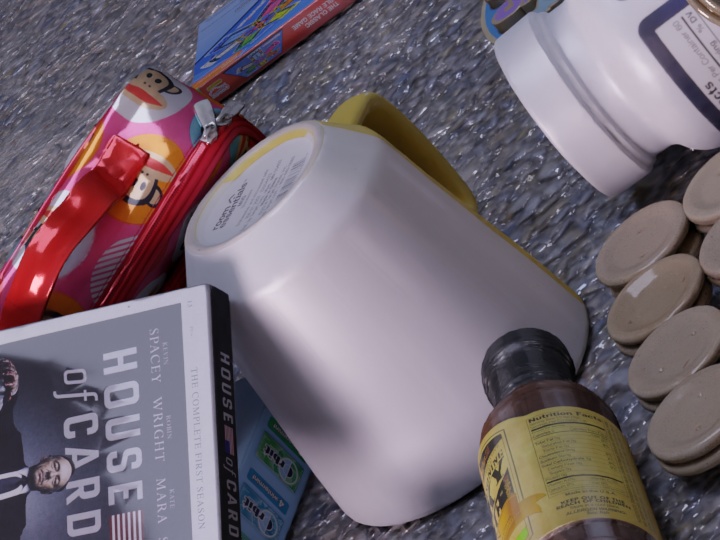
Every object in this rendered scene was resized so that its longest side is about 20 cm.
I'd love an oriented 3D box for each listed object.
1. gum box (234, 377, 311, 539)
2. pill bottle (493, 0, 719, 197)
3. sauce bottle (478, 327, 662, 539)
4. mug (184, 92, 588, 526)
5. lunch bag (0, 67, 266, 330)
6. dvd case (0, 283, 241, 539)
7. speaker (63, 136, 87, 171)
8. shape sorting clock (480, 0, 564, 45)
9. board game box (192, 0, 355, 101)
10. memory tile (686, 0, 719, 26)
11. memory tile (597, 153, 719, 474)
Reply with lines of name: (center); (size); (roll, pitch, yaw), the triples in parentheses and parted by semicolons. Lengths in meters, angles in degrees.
gum box: (-0.113, 0.151, 1.388); (0.170, 0.045, 0.200); (-24, 32, 37)
pill bottle: (0.168, -0.128, 1.322); (0.200, 0.116, 0.116); (-36, 25, 14)
sauce bottle: (0.082, 0.087, 1.166); (0.065, 0.065, 0.200); (-38, 22, 12)
mug: (-0.005, 0.007, 1.323); (0.149, 0.153, 0.187); (-43, 23, 2)
lunch bag: (-0.120, 0.002, 1.367); (0.200, 0.082, 0.176); (-59, -14, -4)
dvd case: (-0.146, 0.097, 1.253); (0.200, 0.025, 0.150); (-14, 67, 23)
speaker: (-0.144, -0.004, 1.650); (0.081, 0.081, 0.200); (-34, 25, 20)
shape sorting clock: (0.141, -0.198, 1.577); (0.200, 0.039, 0.200); (-35, 25, 19)
board game box: (-0.026, -0.189, 1.849); (0.200, 0.019, 0.103); (-35, 24, 19)
memory tile: (0.224, -0.134, 1.200); (0.200, 0.153, 0.017); (-55, -2, -40)
memory tile: (0.173, -0.001, 1.209); (0.153, 0.017, 0.200); (-37, 25, 14)
